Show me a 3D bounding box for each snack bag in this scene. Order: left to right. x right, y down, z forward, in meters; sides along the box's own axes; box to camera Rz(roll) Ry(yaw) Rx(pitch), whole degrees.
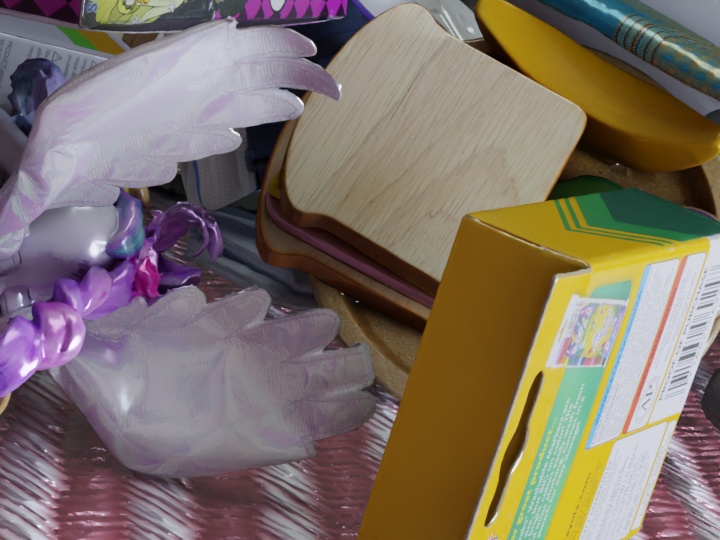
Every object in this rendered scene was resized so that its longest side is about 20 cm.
[{"bbox_3d":[0.000,0.000,1.273,0.188,0.022,0.200,10,10,-31],"label":"snack bag"}]

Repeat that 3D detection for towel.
[{"bbox_3d":[0.157,-0.082,1.188,0.199,0.022,0.146,33,12,23],"label":"towel"}]

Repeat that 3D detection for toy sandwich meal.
[{"bbox_3d":[0.062,-0.028,1.131,0.204,0.206,0.070,20,-23,8],"label":"toy sandwich meal"}]

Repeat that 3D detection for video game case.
[{"bbox_3d":[-0.131,-0.122,1.007,0.199,0.036,0.181,14,12,28],"label":"video game case"}]

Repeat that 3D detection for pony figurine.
[{"bbox_3d":[-0.105,-0.005,0.926,0.192,0.167,0.200,-19,29,-14],"label":"pony figurine"}]

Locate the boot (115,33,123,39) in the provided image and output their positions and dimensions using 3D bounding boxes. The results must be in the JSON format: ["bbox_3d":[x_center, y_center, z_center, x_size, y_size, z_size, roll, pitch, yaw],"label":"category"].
[{"bbox_3d":[-0.187,-0.111,1.302,0.107,0.075,0.200,26,-16,-25],"label":"boot"}]

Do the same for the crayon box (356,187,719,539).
[{"bbox_3d":[0.063,0.042,0.952,0.051,0.126,0.200,23,13,21],"label":"crayon box"}]

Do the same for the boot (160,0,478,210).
[{"bbox_3d":[-0.037,-0.098,1.292,0.199,0.139,0.077,13,8,-16],"label":"boot"}]

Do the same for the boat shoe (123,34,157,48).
[{"bbox_3d":[-0.069,-0.106,1.528,0.199,0.072,0.065,26,3,37],"label":"boat shoe"}]

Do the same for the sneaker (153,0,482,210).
[{"bbox_3d":[-0.008,-0.063,1.240,0.200,0.146,0.081,44,19,-33],"label":"sneaker"}]

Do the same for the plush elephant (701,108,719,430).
[{"bbox_3d":[0.216,0.004,1.278,0.199,0.166,0.155,-8,-5,9],"label":"plush elephant"}]

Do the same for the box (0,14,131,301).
[{"bbox_3d":[-0.172,-0.068,1.109,0.101,0.113,0.200,12,13,-24],"label":"box"}]

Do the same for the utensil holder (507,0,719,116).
[{"bbox_3d":[0.149,-0.176,1.354,0.200,0.170,0.170,40,19,19],"label":"utensil holder"}]
